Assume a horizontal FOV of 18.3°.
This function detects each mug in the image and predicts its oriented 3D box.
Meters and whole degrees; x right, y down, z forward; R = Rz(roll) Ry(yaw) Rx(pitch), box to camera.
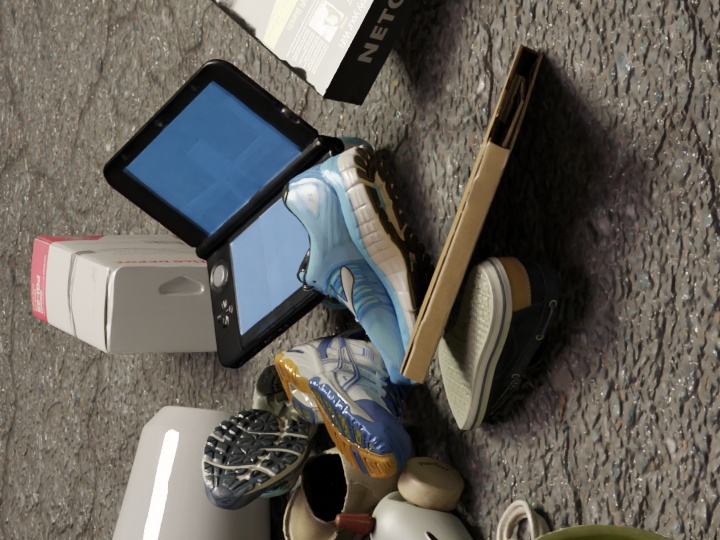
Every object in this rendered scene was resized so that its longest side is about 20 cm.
[{"bbox_3d":[-0.154,0.202,2.002,0.186,0.148,0.155,-2,79,56],"label":"mug"}]

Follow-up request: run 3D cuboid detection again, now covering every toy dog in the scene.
[{"bbox_3d":[0.049,0.219,1.654,0.200,0.096,0.133,21,108,61],"label":"toy dog"}]

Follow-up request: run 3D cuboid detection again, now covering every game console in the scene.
[{"bbox_3d":[-0.108,-0.040,1.788,0.200,0.118,0.174,-39,51,46],"label":"game console"}]

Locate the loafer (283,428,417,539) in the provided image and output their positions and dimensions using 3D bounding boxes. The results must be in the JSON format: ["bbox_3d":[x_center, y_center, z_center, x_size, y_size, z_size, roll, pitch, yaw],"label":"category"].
[{"bbox_3d":[-0.022,0.180,1.821,0.200,0.067,0.077,-49,47,51],"label":"loafer"}]

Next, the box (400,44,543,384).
[{"bbox_3d":[0.079,-0.042,1.597,0.164,0.021,0.201,-68,-3,-58],"label":"box"}]

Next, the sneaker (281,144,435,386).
[{"bbox_3d":[0.000,0.000,1.686,0.079,0.089,0.201,-69,-38,-57],"label":"sneaker"}]

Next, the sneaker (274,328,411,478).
[{"bbox_3d":[0.004,0.091,1.747,0.200,0.088,0.076,41,153,59],"label":"sneaker"}]

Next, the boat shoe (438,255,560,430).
[{"bbox_3d":[0.099,0.054,1.606,0.201,0.062,0.075,106,150,-56],"label":"boat shoe"}]

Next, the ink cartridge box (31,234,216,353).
[{"bbox_3d":[-0.208,0.020,2.095,0.200,0.145,0.084,19,107,61],"label":"ink cartridge box"}]

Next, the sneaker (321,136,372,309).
[{"bbox_3d":[-0.039,-0.004,1.849,0.200,0.079,0.131,-55,42,48],"label":"sneaker"}]

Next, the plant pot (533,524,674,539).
[{"bbox_3d":[0.143,0.293,1.403,0.185,0.198,0.202,108,150,-50],"label":"plant pot"}]

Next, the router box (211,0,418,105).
[{"bbox_3d":[-0.016,-0.256,1.748,0.157,0.052,0.201,43,113,35],"label":"router box"}]

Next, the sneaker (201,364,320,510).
[{"bbox_3d":[-0.074,0.157,1.844,0.200,0.077,0.087,-48,-32,-61],"label":"sneaker"}]
